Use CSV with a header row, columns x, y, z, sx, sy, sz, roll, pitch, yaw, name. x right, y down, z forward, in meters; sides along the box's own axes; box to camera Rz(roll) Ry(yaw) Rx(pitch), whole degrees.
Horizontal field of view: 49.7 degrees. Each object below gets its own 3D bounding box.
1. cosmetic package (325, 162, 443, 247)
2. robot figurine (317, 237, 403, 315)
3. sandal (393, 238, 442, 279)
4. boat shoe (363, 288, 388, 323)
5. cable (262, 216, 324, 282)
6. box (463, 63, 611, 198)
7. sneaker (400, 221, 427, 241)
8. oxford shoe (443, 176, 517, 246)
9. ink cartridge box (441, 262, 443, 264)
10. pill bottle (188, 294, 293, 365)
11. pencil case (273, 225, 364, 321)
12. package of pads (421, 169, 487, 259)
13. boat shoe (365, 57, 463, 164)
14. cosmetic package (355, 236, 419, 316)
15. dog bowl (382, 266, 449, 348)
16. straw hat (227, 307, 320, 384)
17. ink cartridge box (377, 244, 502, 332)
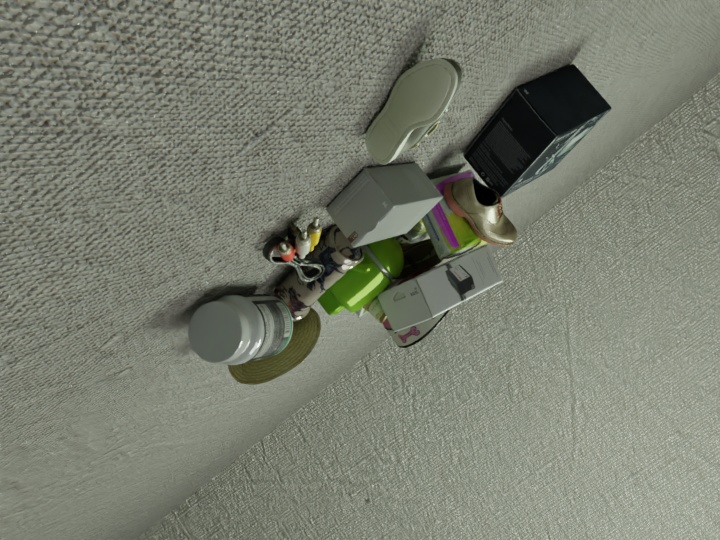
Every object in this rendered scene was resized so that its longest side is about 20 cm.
x,y,z,sx,sy,sz,roll,pitch,yaw,name
0.044,-0.111,1.287,0.107,0.091,0.199,-43,165,26,cosmetic package
0.000,0.000,1.513,0.200,0.116,0.175,-39,171,7,robot figurine
0.103,-0.033,1.696,0.199,0.081,0.054,-17,-150,35,sandal
0.038,0.060,1.645,0.074,0.066,0.200,-51,-178,0,boat shoe
-0.098,-0.014,1.242,0.097,0.050,0.201,-35,154,-13,cable
0.337,-0.266,1.493,0.199,0.124,0.197,-29,164,-37,box
0.159,-0.118,1.653,0.199,0.076,0.076,-28,167,-47,sneaker
0.248,-0.110,1.492,0.199,0.071,0.074,32,145,-33,oxford shoe
0.117,0.036,2.119,0.145,0.088,0.200,-29,168,-40,ink cartridge box
-0.197,0.096,1.289,0.113,0.113,0.200,-40,168,12,pill bottle
-0.075,0.005,1.397,0.200,0.078,0.090,-44,-176,31,pencil case
0.196,-0.113,1.558,0.068,0.156,0.199,-27,177,36,package of pads
0.075,-0.212,1.012,0.060,0.072,0.202,-31,174,-35,boat shoe
0.056,0.007,1.808,0.199,0.085,0.108,-34,165,-15,cosmetic package
0.123,0.069,1.702,0.200,0.074,0.200,-46,-165,15,dog bowl
-0.179,0.110,1.449,0.200,0.201,0.085,-36,128,-8,straw hat
0.156,0.036,1.527,0.199,0.084,0.145,-23,177,-33,ink cartridge box
